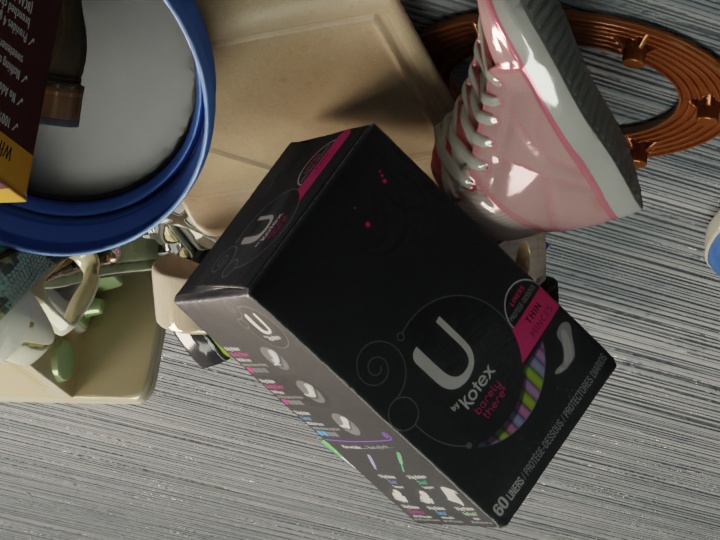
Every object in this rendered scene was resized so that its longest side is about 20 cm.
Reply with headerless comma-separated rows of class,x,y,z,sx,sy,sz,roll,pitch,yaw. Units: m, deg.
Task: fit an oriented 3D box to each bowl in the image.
bowl,-0.170,-0.104,1.424,0.199,0.039,0.202,7,121,11

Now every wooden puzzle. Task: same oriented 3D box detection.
wooden puzzle,-0.043,-0.098,1.497,0.184,0.037,0.200,-9,144,16

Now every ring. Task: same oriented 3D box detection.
ring,0.115,-0.098,1.523,0.199,0.019,0.201,7,162,2

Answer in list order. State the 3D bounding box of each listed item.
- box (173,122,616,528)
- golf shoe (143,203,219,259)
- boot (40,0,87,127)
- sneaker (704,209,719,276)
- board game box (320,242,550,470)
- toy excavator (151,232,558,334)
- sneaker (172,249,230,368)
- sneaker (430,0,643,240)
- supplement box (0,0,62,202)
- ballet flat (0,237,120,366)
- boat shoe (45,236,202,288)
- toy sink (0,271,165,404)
box,0.020,0.033,1.470,0.200,0.123,0.106,42,160,-18
golf shoe,-0.101,-0.061,1.646,0.094,0.078,0.200,-3,168,12
boot,-0.222,-0.138,1.370,0.199,0.098,0.075,14,-173,20
sneaker,0.274,0.009,1.620,0.076,0.112,0.199,19,158,-30
board game box,0.047,0.051,1.799,0.034,0.136,0.200,37,158,-3
toy excavator,0.000,0.000,1.600,0.198,0.101,0.194,4,-160,25
sneaker,-0.074,0.011,1.769,0.083,0.072,0.200,-36,-169,8
sneaker,0.075,-0.082,1.429,0.104,0.076,0.201,-16,142,15
supplement box,-0.238,-0.156,1.215,0.132,0.202,0.197,-2,159,27
ballet flat,-0.189,0.010,1.506,0.069,0.200,0.071,-31,97,34
boat shoe,-0.193,-0.023,1.724,0.200,0.072,0.060,0,177,-40
toy sink,-0.240,0.011,1.806,0.198,0.131,0.112,1,160,21
